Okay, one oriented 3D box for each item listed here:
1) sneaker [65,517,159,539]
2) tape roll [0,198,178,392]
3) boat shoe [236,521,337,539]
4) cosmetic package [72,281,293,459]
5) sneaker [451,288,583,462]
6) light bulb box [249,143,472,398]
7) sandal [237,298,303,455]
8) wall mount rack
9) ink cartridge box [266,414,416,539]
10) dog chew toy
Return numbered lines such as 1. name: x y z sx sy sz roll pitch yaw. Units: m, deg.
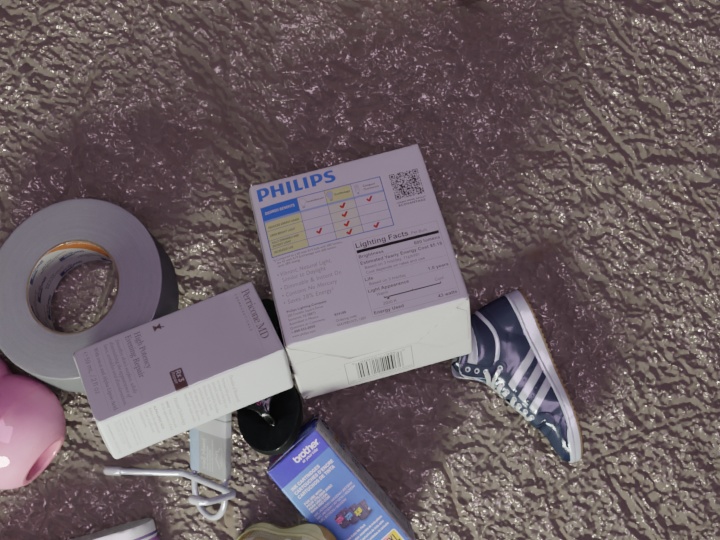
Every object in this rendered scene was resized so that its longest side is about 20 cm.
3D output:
1. sneaker: -0.311 0.353 1.459 0.198 0.073 0.116 -13 92 -3
2. tape roll: -0.300 0.027 1.437 0.197 0.066 0.203 -3 72 9
3. boat shoe: -0.091 0.314 1.409 0.063 0.200 0.074 -43 105 -35
4. cosmetic package: -0.178 0.100 1.344 0.198 0.074 0.102 -23 52 -9
5. sneaker: 0.169 0.132 1.483 0.107 0.070 0.202 -21 83 -8
6. light bulb box: 0.000 0.000 1.416 0.196 0.125 0.202 -14 59 -2
7. sandal: -0.111 0.110 1.428 0.075 0.048 0.202 -28 47 16
8. wall mount rack: -0.205 0.173 1.448 0.074 0.172 0.203 -7 101 -44
9. ink cartridge box: -0.030 0.235 1.439 0.076 0.136 0.201 -39 90 -1
10. dog chew toy: -0.417 0.143 1.439 0.199 0.125 0.125 38 87 7
